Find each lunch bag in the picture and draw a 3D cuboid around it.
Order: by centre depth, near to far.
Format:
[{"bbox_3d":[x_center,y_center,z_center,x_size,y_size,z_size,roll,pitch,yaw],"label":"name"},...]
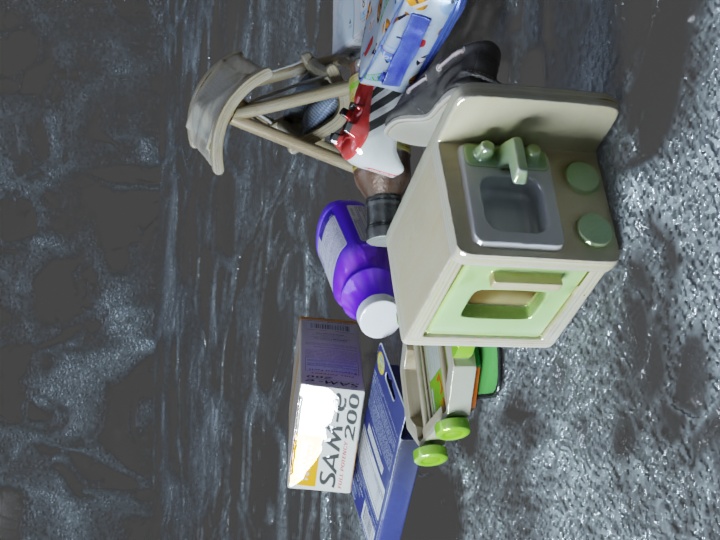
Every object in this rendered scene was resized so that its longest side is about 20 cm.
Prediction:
[{"bbox_3d":[0.055,-0.261,1.401,0.200,0.075,0.161,119,161,-60],"label":"lunch bag"}]

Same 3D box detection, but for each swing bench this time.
[{"bbox_3d":[-0.091,-0.185,1.725,0.199,0.199,0.131,-137,51,-69],"label":"swing bench"}]

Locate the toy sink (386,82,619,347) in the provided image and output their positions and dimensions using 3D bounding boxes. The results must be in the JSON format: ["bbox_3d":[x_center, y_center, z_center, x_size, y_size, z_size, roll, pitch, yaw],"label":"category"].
[{"bbox_3d":[0.111,-0.032,1.119,0.200,0.129,0.113,116,151,-53],"label":"toy sink"}]

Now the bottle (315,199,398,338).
[{"bbox_3d":[0.000,0.000,1.625,0.200,0.065,0.084,-114,29,-57],"label":"bottle"}]

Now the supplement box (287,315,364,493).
[{"bbox_3d":[-0.040,0.147,1.675,0.200,0.073,0.127,-96,13,-69],"label":"supplement box"}]

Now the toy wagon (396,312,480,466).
[{"bbox_3d":[0.076,0.083,1.375,0.200,0.039,0.156,120,147,-59],"label":"toy wagon"}]

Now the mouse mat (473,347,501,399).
[{"bbox_3d":[0.099,0.019,1.378,0.161,0.007,0.202,160,112,-74],"label":"mouse mat"}]

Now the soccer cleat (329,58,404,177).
[{"bbox_3d":[0.037,-0.189,1.520,0.069,0.085,0.201,-21,45,61],"label":"soccer cleat"}]

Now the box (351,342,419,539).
[{"bbox_3d":[0.029,0.188,1.560,0.121,0.032,0.201,-110,25,-53],"label":"box"}]

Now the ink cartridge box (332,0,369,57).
[{"bbox_3d":[0.008,-0.353,1.670,0.160,0.047,0.202,165,104,-74],"label":"ink cartridge box"}]

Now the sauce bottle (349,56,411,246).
[{"bbox_3d":[0.022,-0.127,1.566,0.065,0.064,0.202,134,135,-67],"label":"sauce bottle"}]

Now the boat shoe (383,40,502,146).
[{"bbox_3d":[0.080,-0.160,1.378,0.200,0.066,0.057,160,127,-68],"label":"boat shoe"}]
